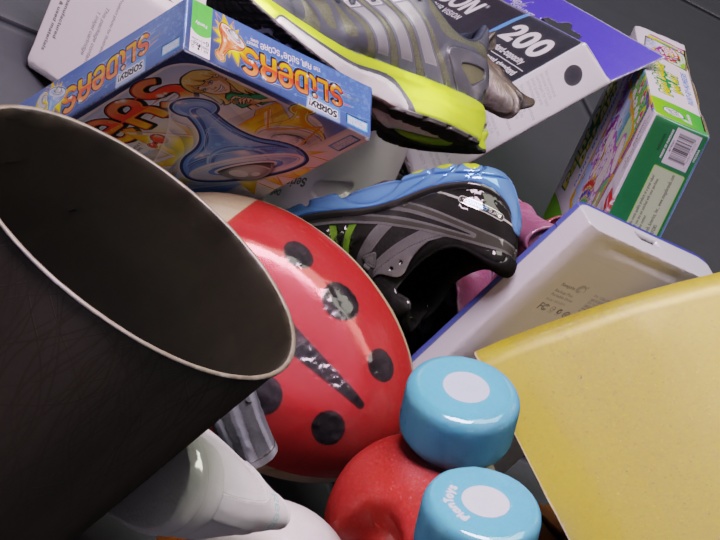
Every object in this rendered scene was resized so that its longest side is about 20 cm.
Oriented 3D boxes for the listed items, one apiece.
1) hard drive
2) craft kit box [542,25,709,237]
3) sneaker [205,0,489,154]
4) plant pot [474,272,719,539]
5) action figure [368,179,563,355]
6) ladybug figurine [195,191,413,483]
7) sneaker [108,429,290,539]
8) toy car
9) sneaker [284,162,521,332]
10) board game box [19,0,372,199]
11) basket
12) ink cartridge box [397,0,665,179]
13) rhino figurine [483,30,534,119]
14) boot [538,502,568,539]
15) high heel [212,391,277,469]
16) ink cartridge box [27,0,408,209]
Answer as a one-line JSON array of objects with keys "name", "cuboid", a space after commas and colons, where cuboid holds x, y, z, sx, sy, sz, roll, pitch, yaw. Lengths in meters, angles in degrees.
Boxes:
[{"name": "hard drive", "cuboid": [0.102, 0.047, 1.713, 0.132, 0.200, 0.025, 21, 33, -46]}, {"name": "craft kit box", "cuboid": [0.166, -0.042, 1.920, 0.048, 0.201, 0.198, 23, 19, -5]}, {"name": "sneaker", "cuboid": [-0.004, -0.133, 1.633, 0.199, 0.074, 0.081, 25, 69, -37]}, {"name": "plant pot", "cuboid": [0.195, 0.099, 1.586, 0.201, 0.176, 0.200, 63, 5, 9]}, {"name": "action figure", "cuboid": [0.058, -0.005, 1.811, 0.149, 0.134, 0.200, 56, 40, -5]}, {"name": "ladybug figurine", "cuboid": [-0.050, 0.035, 1.599, 0.200, 0.136, 0.072, 38, -13, 0]}, {"name": "sneaker", "cuboid": [-0.112, 0.091, 1.444, 0.088, 0.076, 0.200, 18, 8, -41]}, {"name": "toy car", "cuboid": [-0.026, 0.153, 1.475, 0.199, 0.185, 0.177, 6, 36, -9]}, {"name": "sneaker", "cuboid": [0.000, 0.000, 1.666, 0.071, 0.198, 0.083, 34, 42, -62]}, {"name": "board game box", "cuboid": [-0.108, -0.076, 1.611, 0.135, 0.200, 0.035, 23, 56, -35]}, {"name": "basket", "cuboid": [-0.158, 0.052, 1.334, 0.180, 0.200, 0.136, 37, 29, -7]}, {"name": "ink cartridge box", "cuboid": [0.069, -0.143, 1.924, 0.198, 0.199, 0.044, 37, -30, 55]}, {"name": "rhino figurine", "cuboid": [0.025, -0.136, 1.735, 0.199, 0.060, 0.088, 19, 21, -27]}, {"name": "boot", "cuboid": [0.124, 0.211, 1.677, 0.200, 0.077, 0.155, 49, 21, 26]}, {"name": "high heel", "cuboid": [-0.119, 0.011, 1.492, 0.200, 0.071, 0.143, 26, -38, 50]}, {"name": "ink cartridge box", "cuboid": [-0.081, -0.114, 1.768, 0.200, 0.084, 0.145, 33, 19, 28]}]
